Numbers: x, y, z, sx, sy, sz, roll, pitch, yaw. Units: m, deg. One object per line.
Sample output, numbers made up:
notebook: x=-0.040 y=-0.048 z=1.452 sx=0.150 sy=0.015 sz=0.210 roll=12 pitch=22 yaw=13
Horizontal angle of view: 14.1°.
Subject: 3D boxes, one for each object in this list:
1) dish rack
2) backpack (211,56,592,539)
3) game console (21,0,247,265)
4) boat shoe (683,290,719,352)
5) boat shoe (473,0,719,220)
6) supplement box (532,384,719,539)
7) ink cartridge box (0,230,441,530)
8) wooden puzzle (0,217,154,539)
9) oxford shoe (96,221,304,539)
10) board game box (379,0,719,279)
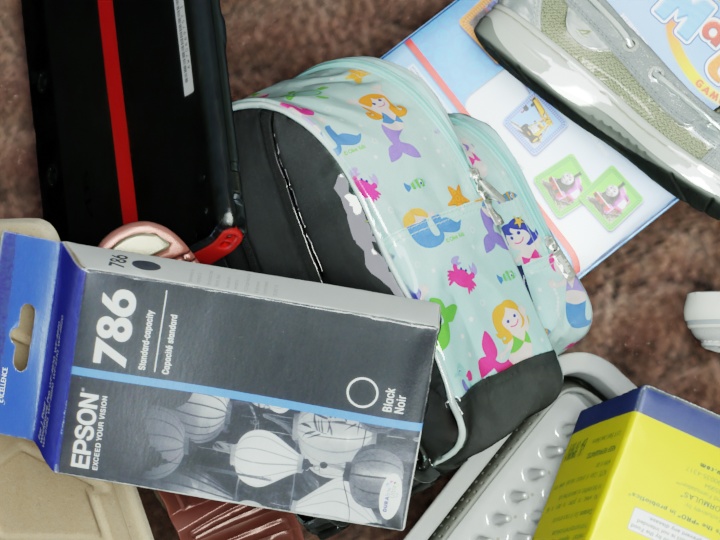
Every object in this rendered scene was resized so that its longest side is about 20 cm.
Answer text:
dish rack: x=0.097 y=0.159 z=1.419 sx=0.172 sy=0.044 sz=0.200 roll=43 pitch=73 yaw=-11
backpack: x=0.000 y=0.000 z=1.382 sx=0.150 sy=0.177 sz=0.200 roll=-32 pitch=90 yaw=-38
game console: x=-0.107 y=-0.087 z=1.386 sx=0.031 sy=0.177 sz=0.201 roll=1 pitch=75 yaw=-34
boat shoe: x=0.255 y=0.057 z=1.455 sx=0.199 sy=0.072 sz=0.069 roll=14 pitch=85 yaw=-11
boat shoe: x=0.152 y=-0.081 z=1.419 sx=0.202 sy=0.074 sz=0.065 roll=35 pitch=89 yaw=6
supplement box: x=0.130 y=0.169 z=1.342 sx=0.109 sy=0.109 sz=0.201 roll=24 pitch=77 yaw=-7
ink cartridge box: x=-0.069 y=0.049 z=1.276 sx=0.199 sy=0.039 sz=0.100 roll=9 pitch=107 yaw=0
wooden puzzle: x=-0.193 y=0.066 z=1.379 sx=0.185 sy=0.046 sz=0.201 roll=-2 pitch=116 yaw=24
oxford shoe: x=-0.086 y=0.061 z=1.350 sx=0.070 sy=0.075 sz=0.201 roll=-20 pitch=115 yaw=-9
board game box: x=0.111 y=-0.091 z=1.471 sx=0.200 sy=0.037 sz=0.151 roll=-38 pitch=88 yaw=-4
